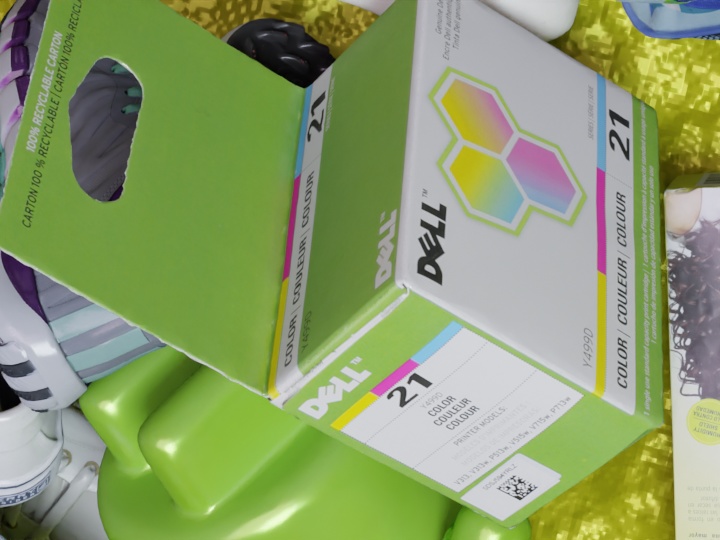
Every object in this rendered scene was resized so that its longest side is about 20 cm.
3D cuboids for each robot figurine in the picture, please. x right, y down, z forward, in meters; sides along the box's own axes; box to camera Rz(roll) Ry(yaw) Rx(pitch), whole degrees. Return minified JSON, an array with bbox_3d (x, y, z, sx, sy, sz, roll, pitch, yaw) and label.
[{"bbox_3d":[-0.015,0.096,0.798,0.116,0.175,0.200,-44,124,-17],"label":"robot figurine"}]

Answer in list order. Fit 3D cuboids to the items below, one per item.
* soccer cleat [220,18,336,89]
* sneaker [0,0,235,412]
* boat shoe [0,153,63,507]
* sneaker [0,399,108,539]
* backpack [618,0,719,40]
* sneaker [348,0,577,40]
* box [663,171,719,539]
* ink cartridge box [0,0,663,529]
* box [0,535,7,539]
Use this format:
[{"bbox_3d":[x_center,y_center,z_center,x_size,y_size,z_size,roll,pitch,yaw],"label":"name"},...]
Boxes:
[{"bbox_3d":[0.000,0.000,0.835,0.200,0.068,0.073,52,139,-9],"label":"soccer cleat"},{"bbox_3d":[-0.080,-0.037,0.791,0.087,0.200,0.074,-18,134,13],"label":"sneaker"},{"bbox_3d":[-0.150,-0.013,0.820,0.073,0.065,0.200,-17,60,-21],"label":"boat shoe"},{"bbox_3d":[-0.156,0.067,0.865,0.200,0.085,0.073,38,103,4],"label":"sneaker"},{"bbox_3d":[0.159,-0.157,0.685,0.200,0.147,0.183,1,101,45],"label":"backpack"},{"bbox_3d":[-0.017,-0.139,0.800,0.200,0.075,0.085,10,102,2],"label":"sneaker"},{"bbox_3d":[0.149,0.066,0.810,0.075,0.050,0.200,-2,99,14],"label":"box"},{"bbox_3d":[-0.003,-0.029,0.713,0.200,0.148,0.076,30,132,-24],"label":"ink cartridge box"},{"bbox_3d":[-0.167,0.106,0.818,0.200,0.122,0.048,37,72,6],"label":"box"}]
